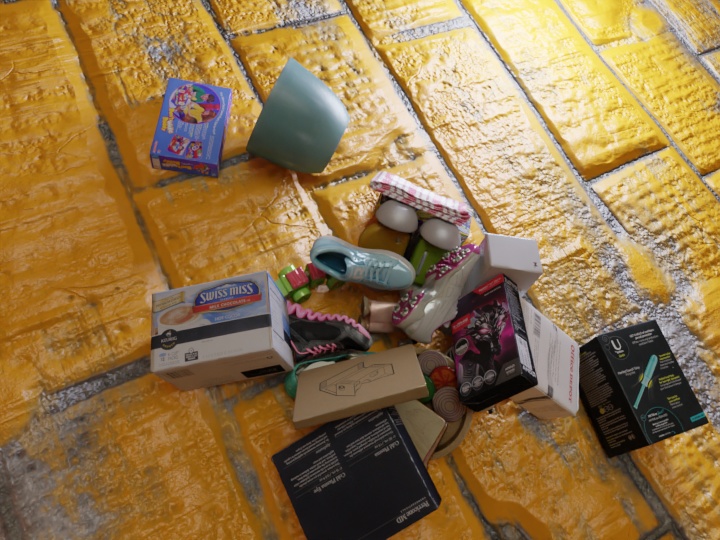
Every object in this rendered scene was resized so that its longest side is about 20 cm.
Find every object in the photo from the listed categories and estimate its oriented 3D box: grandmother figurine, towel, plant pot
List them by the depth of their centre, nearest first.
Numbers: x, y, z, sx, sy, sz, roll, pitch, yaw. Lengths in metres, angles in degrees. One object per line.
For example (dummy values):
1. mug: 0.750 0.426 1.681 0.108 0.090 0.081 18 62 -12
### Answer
1. grandmother figurine: 0.098 0.087 1.049 0.195 0.123 0.061 7 35 -9
2. towel: 0.116 -0.146 1.084 0.196 0.030 0.147 22 18 1
3. plant pot: -0.117 -0.292 1.140 0.159 0.200 0.204 28 60 -12

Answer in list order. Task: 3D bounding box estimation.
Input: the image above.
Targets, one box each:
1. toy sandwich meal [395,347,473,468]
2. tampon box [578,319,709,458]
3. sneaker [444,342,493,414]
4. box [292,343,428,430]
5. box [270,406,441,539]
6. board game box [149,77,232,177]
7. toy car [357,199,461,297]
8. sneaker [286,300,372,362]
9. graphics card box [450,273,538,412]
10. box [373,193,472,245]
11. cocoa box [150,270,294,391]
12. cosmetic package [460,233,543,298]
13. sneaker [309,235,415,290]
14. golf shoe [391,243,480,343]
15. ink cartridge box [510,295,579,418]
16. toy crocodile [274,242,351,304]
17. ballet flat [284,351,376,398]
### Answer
1. toy sandwich meal: 0.093 0.232 0.951 0.200 0.070 0.211 -2 83 15
2. tampon box: 0.510 0.221 1.061 0.146 0.127 0.204 -10 66 -18
3. sneaker: 0.207 0.193 1.032 0.129 0.080 0.199 41 62 7
4. box: -0.003 0.172 0.861 0.195 0.164 0.022 -14 104 1
5. box: -0.004 0.320 0.865 0.197 0.104 0.185 -30 71 3
6. board game box: -0.345 -0.297 1.166 0.131 0.045 0.204 8 62 -9
7. toy car: 0.094 -0.043 1.096 0.196 0.178 0.151 20 24 -2
8. sneaker: -0.076 0.122 0.987 0.196 0.080 0.097 11 60 19
9. graphics card box: 0.214 0.117 0.938 0.050 0.125 0.203 32 41 -31
10. box: 0.129 -0.114 1.175 0.196 0.065 0.071 18 61 -3
11. cocoa box: -0.221 0.101 0.917 0.195 0.134 0.134 -11 65 3
12. cosmetic package: 0.246 0.022 1.054 0.099 0.201 0.073 7 57 -10
13. sneaker: 0.000 0.000 1.002 0.195 0.075 0.082 14 25 4
14. golf shoe: 0.146 0.041 0.993 0.200 0.075 0.092 -45 107 0
15. ink cartridge box: 0.305 0.160 1.021 0.199 0.082 0.149 35 53 -27
16. toy crocodile: -0.090 0.009 1.063 0.197 0.062 0.068 -23 70 -22
17. ballet flat: -0.035 0.179 0.986 0.195 0.071 0.069 -10 65 -18
